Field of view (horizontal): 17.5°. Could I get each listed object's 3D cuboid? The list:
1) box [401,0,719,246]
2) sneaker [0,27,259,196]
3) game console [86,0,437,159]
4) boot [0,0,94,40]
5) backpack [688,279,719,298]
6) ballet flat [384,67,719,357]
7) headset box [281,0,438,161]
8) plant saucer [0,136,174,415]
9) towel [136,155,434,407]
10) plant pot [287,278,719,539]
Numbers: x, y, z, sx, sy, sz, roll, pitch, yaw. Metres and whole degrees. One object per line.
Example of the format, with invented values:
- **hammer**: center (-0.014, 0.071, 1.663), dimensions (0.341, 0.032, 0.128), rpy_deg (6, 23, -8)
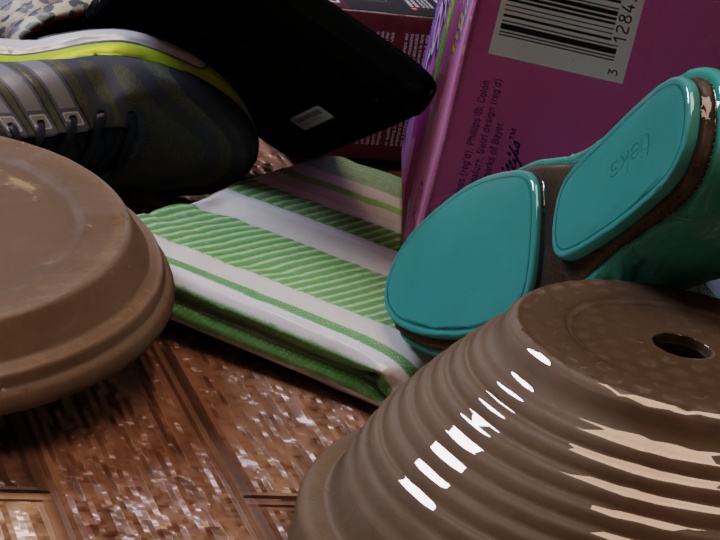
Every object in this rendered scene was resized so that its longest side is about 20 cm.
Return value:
- **box**: center (0.081, -0.090, 0.910), dimensions (0.096, 0.176, 0.200), rpy_deg (13, 19, -2)
- **sneaker**: center (-0.138, -0.052, 0.931), dimensions (0.199, 0.074, 0.081), rpy_deg (6, 39, -14)
- **game console**: center (-0.042, -0.145, 0.945), dimensions (0.176, 0.117, 0.200), rpy_deg (34, -11, -11)
- **boot**: center (-0.131, -0.128, 1.118), dimensions (0.203, 0.074, 0.154), rpy_deg (-13, 32, -36)
- **backpack**: center (0.195, -0.013, 0.786), dimensions (0.154, 0.191, 0.200), rpy_deg (-19, 35, -21)
- **ballet flat**: center (0.081, -0.006, 0.756), dimensions (0.070, 0.068, 0.200), rpy_deg (19, -24, -22)
- **headset box**: center (0.018, -0.109, 1.134), dimensions (0.200, 0.075, 0.149), rpy_deg (2, 21, -23)
- **plant saucer**: center (-0.162, -0.006, 0.789), dimensions (0.199, 0.030, 0.200), rpy_deg (4, 26, -2)
- **towel**: center (0.000, 0.000, 0.909), dimensions (0.152, 0.023, 0.200), rpy_deg (20, 20, 22)
- **plant pot**: center (0.082, 0.063, 0.676), dimensions (0.200, 0.093, 0.201), rpy_deg (9, 19, -3)
